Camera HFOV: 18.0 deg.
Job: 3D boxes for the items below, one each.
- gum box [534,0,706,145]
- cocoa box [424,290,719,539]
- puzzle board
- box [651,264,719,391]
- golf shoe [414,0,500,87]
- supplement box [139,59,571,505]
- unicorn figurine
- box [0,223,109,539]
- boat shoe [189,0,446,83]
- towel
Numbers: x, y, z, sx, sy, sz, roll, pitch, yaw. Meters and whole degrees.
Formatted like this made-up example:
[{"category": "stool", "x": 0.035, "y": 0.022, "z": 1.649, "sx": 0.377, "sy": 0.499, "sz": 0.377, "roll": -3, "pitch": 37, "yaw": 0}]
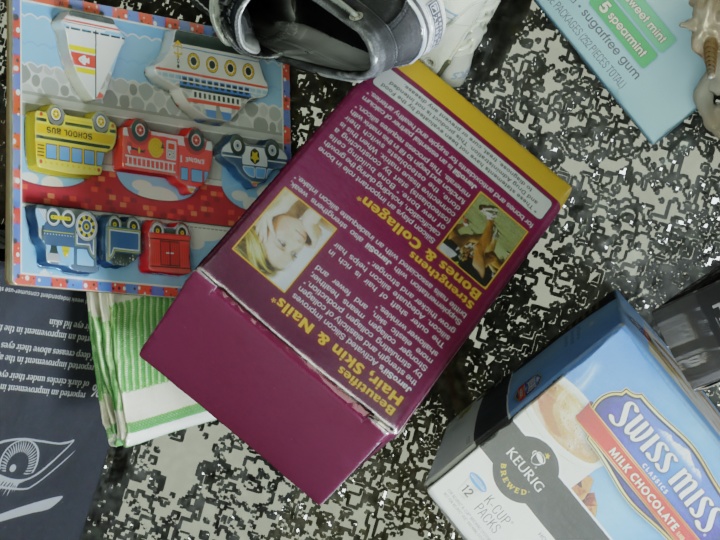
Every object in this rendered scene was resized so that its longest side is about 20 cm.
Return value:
[{"category": "gum box", "x": 0.183, "y": -0.198, "z": 1.243, "sx": 0.200, "sy": 0.045, "sz": 0.170, "roll": -39, "pitch": 89, "yaw": 7}, {"category": "cocoa box", "x": 0.127, "y": 0.106, "z": 1.194, "sx": 0.131, "sy": 0.200, "sz": 0.134, "roll": -39, "pitch": 90, "yaw": 7}, {"category": "puzzle board", "x": -0.106, "y": -0.062, "z": 1.210, "sx": 0.017, "sy": 0.199, "sz": 0.152, "roll": -5, "pitch": 82, "yaw": 42}, {"category": "box", "x": 0.262, "y": -0.020, "z": 1.145, "sx": 0.157, "sy": 0.200, "sz": 0.050, "roll": -29, "pitch": 91, "yaw": 46}, {"category": "golf shoe", "x": 0.054, "y": -0.150, "z": 1.216, "sx": 0.199, "sy": 0.078, "sz": 0.098, "roll": -5, "pitch": 111, "yaw": 50}, {"category": "supplement box", "x": 0.000, "y": 0.000, "z": 1.196, "sx": 0.131, "sy": 0.103, "sz": 0.200, "roll": 40, "pitch": 54, "yaw": 0}, {"category": "unicorn figurine", "x": 0.224, "y": -0.117, "z": 1.187, "sx": 0.200, "sy": 0.138, "sz": 0.074, "roll": -37, "pitch": 51, "yaw": -23}, {"category": "box", "x": -0.218, "y": 0.077, "z": 1.241, "sx": 0.104, "sy": 0.148, "sz": 0.201, "roll": 24, "pitch": 97, "yaw": 37}, {"category": "boat shoe", "x": -0.049, "y": -0.145, "z": 1.213, "sx": 0.199, "sy": 0.068, "sz": 0.072, "roll": 25, "pitch": 136, "yaw": 34}, {"category": "towel", "x": -0.100, "y": -0.015, "z": 1.246, "sx": 0.023, "sy": 0.152, "sz": 0.202, "roll": -6, "pitch": 94, "yaw": 40}]
